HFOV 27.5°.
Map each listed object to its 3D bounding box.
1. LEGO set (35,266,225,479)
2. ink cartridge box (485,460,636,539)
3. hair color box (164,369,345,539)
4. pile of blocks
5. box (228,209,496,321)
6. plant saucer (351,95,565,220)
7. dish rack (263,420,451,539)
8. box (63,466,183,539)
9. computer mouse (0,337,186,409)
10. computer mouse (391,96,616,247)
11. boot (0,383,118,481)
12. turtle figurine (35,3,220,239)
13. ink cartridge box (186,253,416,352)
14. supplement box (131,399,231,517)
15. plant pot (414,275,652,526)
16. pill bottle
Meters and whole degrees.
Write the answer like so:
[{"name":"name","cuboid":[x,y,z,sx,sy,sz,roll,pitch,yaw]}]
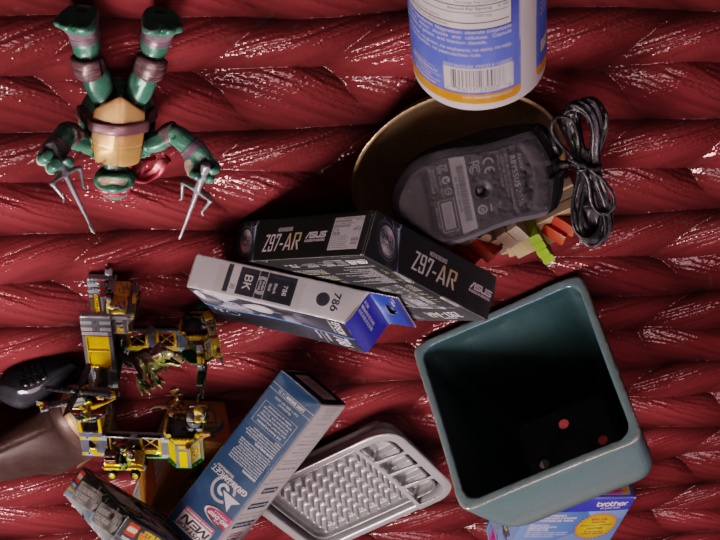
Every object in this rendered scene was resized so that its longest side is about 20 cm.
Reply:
[{"name":"LEGO set","cuboid":[-0.202,0.082,1.372,0.153,0.201,0.116,7,134,5]},{"name":"ink cartridge box","cuboid":[0.245,0.286,1.792,0.136,0.077,0.201,1,136,-15]},{"name":"hair color box","cuboid":[-0.107,0.199,1.523,0.200,0.060,0.100,-53,165,4]},{"name":"pile of blocks","cuboid":[0.125,-0.025,1.365,0.199,0.062,0.082,-10,139,-4]},{"name":"box","cuboid":[0.000,0.000,1.345,0.160,0.044,0.200,26,162,-36]},{"name":"plant saucer","cuboid":[0.086,-0.100,1.345,0.199,0.036,0.201,-8,139,-7]},{"name":"dish rack","cuboid":[-0.012,0.244,1.699,0.199,0.044,0.172,-27,138,16]},{"name":"box","cuboid":[-0.203,0.287,1.534,0.200,0.137,0.040,39,83,-34]},{"name":"computer mouse","cuboid":[-0.270,0.107,1.485,0.199,0.034,0.059,-14,138,0]},{"name":"computer mouse","cuboid":[0.122,-0.077,1.301,0.199,0.053,0.139,-10,111,-6]},{"name":"boot","cuboid":[-0.333,0.178,1.471,0.166,0.073,0.200,-18,166,-5]},{"name":"turtle figurine","cuboid":[-0.198,-0.116,1.205,0.149,0.101,0.201,-11,126,-24]},{"name":"ink cartridge box","cuboid":[-0.053,0.034,1.367,0.199,0.039,0.099,11,164,17]},{"name":"supplement box","cuboid":[-0.199,0.226,1.613,0.066,0.069,0.200,7,137,-22]},{"name":"plant pot","cuboid":[0.202,0.163,1.560,0.196,0.197,0.200,-24,146,13]},{"name":"pill bottle","cuboid":[0.089,-0.232,1.139,0.111,0.112,0.201,-11,138,-3]}]
